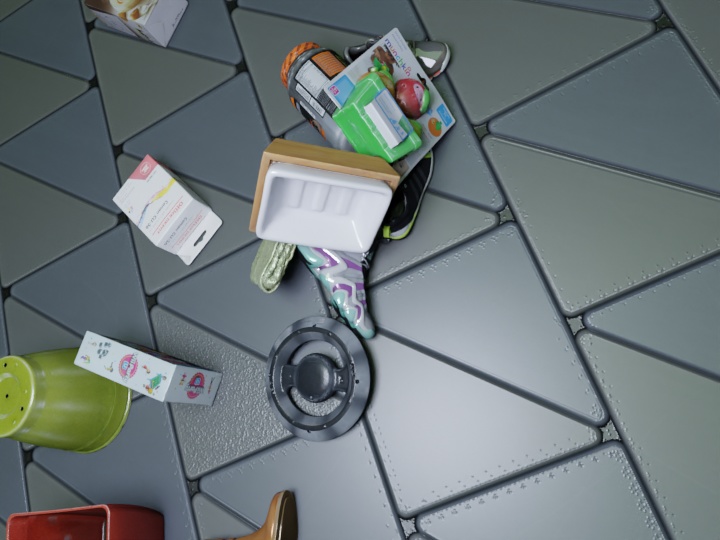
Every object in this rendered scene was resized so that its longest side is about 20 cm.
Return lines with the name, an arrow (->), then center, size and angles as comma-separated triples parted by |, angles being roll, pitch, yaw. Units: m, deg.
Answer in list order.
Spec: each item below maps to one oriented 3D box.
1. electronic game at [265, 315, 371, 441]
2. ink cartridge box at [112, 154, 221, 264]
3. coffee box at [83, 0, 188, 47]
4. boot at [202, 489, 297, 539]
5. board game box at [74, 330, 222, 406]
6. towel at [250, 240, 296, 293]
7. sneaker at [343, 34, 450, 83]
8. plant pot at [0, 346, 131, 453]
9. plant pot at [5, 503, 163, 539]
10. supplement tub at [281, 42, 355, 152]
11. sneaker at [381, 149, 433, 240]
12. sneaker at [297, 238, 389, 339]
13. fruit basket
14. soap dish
electronic game -> -0.073, 0.178, 0.930 | 0.196, 0.041, 0.205 | -3, 82, 23
ink cartridge box -> -0.374, -0.117, 1.091 | 0.199, 0.067, 0.117 | 40, 92, 23
coffee box -> -0.495, -0.588, 1.239 | 0.197, 0.080, 0.116 | 25, 85, 22
boot -> -0.186, 0.443, 0.892 | 0.152, 0.074, 0.204 | 3, 76, 24
board game box -> -0.364, 0.173, 0.976 | 0.197, 0.148, 0.065 | 15, 79, 21
towel -> -0.137, -0.064, 0.969 | 0.036, 0.148, 0.203 | 23, 87, -21
sneaker -> 0.059, -0.377, 0.997 | 0.196, 0.082, 0.079 | -3, 76, 18
plant pot -> -0.553, 0.225, 1.003 | 0.196, 0.193, 0.205 | -4, 75, 17
plant pot -> -0.425, 0.482, 0.906 | 0.196, 0.176, 0.204 | -11, 73, 16
supplement tub -> -0.048, -0.305, 0.995 | 0.122, 0.122, 0.201 | -43, 68, 5
sneaker -> 0.074, -0.148, 0.937 | 0.070, 0.083, 0.204 | 7, 79, 19
sneaker -> 0.000, 0.000, 0.933 | 0.139, 0.078, 0.202 | -34, 89, -12
fruit basket -> 0.058, -0.261, 0.884 | 0.200, 0.093, 0.186 | -46, 108, -25
soap dish -> -0.058, -0.110, 0.838 | 0.196, 0.158, 0.082 | 8, 50, -14
